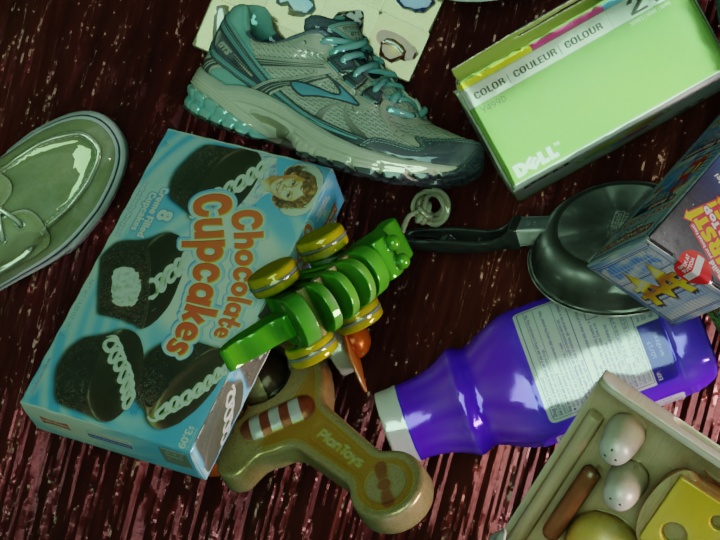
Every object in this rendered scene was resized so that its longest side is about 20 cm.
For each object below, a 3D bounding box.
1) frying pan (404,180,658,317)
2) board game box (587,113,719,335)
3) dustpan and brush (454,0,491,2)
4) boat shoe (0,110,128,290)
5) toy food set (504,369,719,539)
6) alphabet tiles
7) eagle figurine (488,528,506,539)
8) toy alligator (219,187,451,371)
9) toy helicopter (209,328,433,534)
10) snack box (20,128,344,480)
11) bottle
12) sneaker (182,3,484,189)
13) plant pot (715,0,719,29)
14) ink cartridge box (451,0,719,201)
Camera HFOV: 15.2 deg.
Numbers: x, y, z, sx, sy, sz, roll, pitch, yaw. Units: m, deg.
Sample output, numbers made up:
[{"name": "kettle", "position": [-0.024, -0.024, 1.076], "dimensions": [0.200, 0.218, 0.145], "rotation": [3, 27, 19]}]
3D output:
[{"name": "frying pan", "position": [0.126, -0.028, 1.603], "dimensions": [0.189, 0.031, 0.115], "rotation": [24, 51, 35]}, {"name": "board game box", "position": [0.234, -0.005, 1.538], "dimensions": [0.199, 0.062, 0.201], "rotation": [-29, 90, -35]}, {"name": "dustpan and brush", "position": [0.138, -0.238, 1.600], "dimensions": [0.199, 0.057, 0.140], "rotation": [-10, 106, -16]}, {"name": "boat shoe", "position": [-0.222, -0.021, 1.630], "dimensions": [0.200, 0.062, 0.072], "rotation": [-42, 86, 2]}, {"name": "toy food set", "position": [0.155, 0.169, 1.560], "dimensions": [0.143, 0.060, 0.200], "rotation": [33, 125, 5]}, {"name": "alphabet tiles", "position": [-0.019, -0.209, 1.646], "dimensions": [0.166, 0.006, 0.201], "rotation": [24, 91, 5]}, {"name": "eagle figurine", "position": [0.049, 0.261, 1.536], "dimensions": [0.151, 0.152, 0.201], "rotation": [-28, 99, 41]}, {"name": "toy alligator", "position": [0.000, 0.000, 1.550], "dimensions": [0.200, 0.054, 0.060], "rotation": [-36, 106, -35]}, {"name": "toy helicopter", "position": [-0.024, 0.085, 1.574], "dimensions": [0.132, 0.079, 0.200], "rotation": [-44, 50, -14]}, {"name": "snack box", "position": [-0.102, 0.016, 1.576], "dimensions": [0.116, 0.037, 0.201], "rotation": [14, 62, 23]}, {"name": "bottle", "position": [0.108, 0.061, 1.598], "dimensions": [0.199, 0.065, 0.084], "rotation": [-21, 74, 4]}, {"name": "sneaker", "position": [-0.013, -0.105, 1.579], "dimensions": [0.199, 0.078, 0.087], "rotation": [20, 95, 27]}, {"name": "plant pot", "position": [0.274, -0.148, 1.482], "dimensions": [0.199, 0.200, 0.135], "rotation": [32, 129, 5]}, {"name": "ink cartridge box", "position": [0.131, -0.110, 1.533], "dimensions": [0.147, 0.200, 0.076], "rotation": [-29, 87, 4]}]
